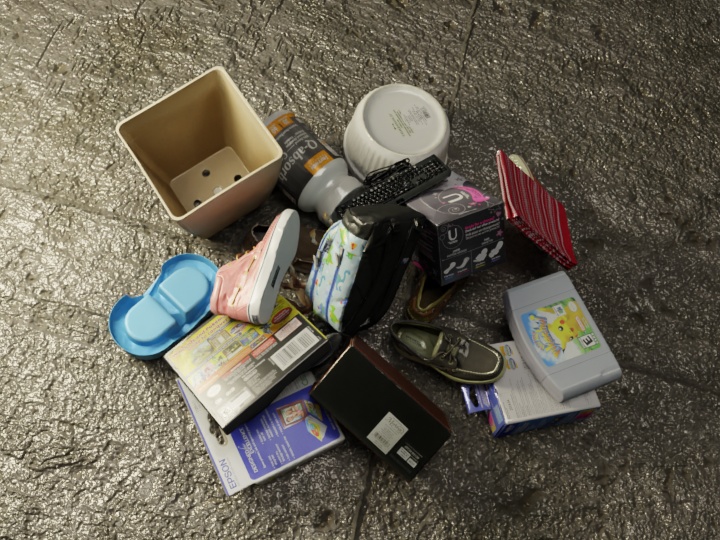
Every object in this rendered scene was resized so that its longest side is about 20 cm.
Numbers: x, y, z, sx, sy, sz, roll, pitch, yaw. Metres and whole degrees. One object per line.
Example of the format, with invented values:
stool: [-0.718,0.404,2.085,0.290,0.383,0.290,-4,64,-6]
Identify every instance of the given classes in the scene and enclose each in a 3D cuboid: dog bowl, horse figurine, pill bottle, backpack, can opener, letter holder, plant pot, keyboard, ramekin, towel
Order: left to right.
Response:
dog bowl: [-0.306,0.061,1.345,0.111,0.050,0.200,41,64,12]
plant pot: [-0.249,-0.171,1.392,0.199,0.177,0.201,-33,72,-10]
can opener: [-0.117,0.149,1.279,0.199,0.079,0.064,-36,81,-16]
pill bottle: [-0.094,-0.175,1.467,0.200,0.117,0.116,43,64,14]
horse figurine: [-0.064,0.005,1.387,0.200,0.050,0.133,-47,115,-7]
backpack: [0.000,0.000,1.296,0.152,0.203,0.162,18,18,31]
letter holder: [0.031,0.203,1.298,0.200,0.142,0.101,41,94,-2]
keyboard: [0.044,-0.143,1.390,0.198,0.040,0.104,-29,35,-8]
ramekin: [0.070,-0.244,1.537,0.197,0.105,0.203,4,61,-7]
towel: [0.295,-0.100,1.408,0.199,0.022,0.146,32,42,-39]

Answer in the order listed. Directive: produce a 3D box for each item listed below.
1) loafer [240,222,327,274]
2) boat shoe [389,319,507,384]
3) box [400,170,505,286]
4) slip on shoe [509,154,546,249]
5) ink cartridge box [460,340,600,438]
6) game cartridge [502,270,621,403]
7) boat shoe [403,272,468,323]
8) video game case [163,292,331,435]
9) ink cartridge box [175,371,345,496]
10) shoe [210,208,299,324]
loafer: [-0.102,-0.040,1.420,0.197,0.071,0.074,1,62,-9]
boat shoe: [0.132,0.126,1.336,0.199,0.066,0.073,17,78,30]
box: [0.135,-0.083,1.407,0.131,0.116,0.200,-20,33,-18]
slip on shoe: [0.318,-0.124,1.544,0.061,0.074,0.202,-6,61,-38]
ink cartridge box: [0.265,0.184,1.362,0.197,0.077,0.138,-7,62,-14]
game cartridge: [0.315,0.104,1.353,0.132,0.041,0.202,-19,65,-14]
boat shoe: [0.145,0.012,1.436,0.071,0.068,0.201,28,61,6]
video game case: [-0.171,0.122,1.266,0.199,0.026,0.180,-39,51,-16]
ink cartridge box: [-0.153,0.217,1.294,0.198,0.047,0.199,-22,70,-18]
shoe: [-0.163,-0.013,1.307,0.090,0.072,0.202,7,61,18]
